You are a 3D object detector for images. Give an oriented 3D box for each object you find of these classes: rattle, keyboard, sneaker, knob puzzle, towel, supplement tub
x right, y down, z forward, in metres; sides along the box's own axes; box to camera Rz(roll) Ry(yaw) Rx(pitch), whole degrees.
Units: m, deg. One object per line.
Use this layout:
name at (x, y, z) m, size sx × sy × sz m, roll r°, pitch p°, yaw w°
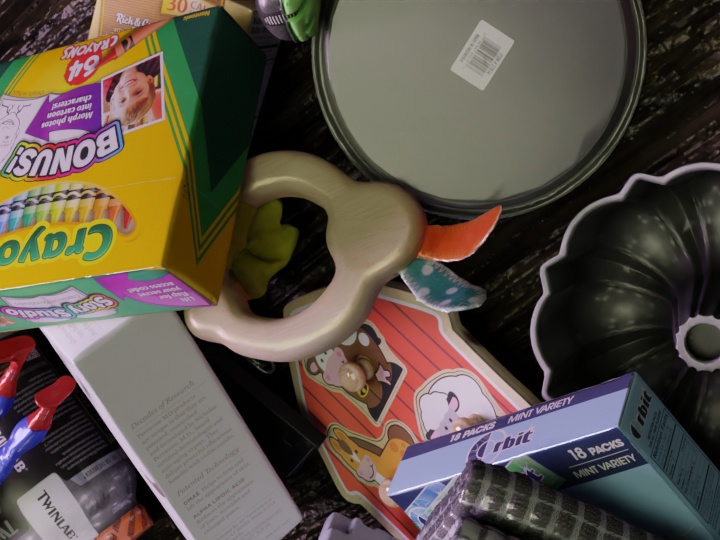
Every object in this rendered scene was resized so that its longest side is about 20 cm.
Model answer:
rattle at (0.000, 0.000, 0.796) m, size 0.199 × 0.143 × 0.131 m, roll -8°, pitch 61°, yaw 14°
keyboard at (-0.105, 0.057, 0.885) m, size 0.200 × 0.021 × 0.127 m, roll 38°, pitch 147°, yaw 0°
sneaker at (-0.079, -0.189, 0.773) m, size 0.200 × 0.084 × 0.077 m, roll -123°, pitch 19°, yaw -47°
knob puzzle at (0.014, 0.091, 0.838) m, size 0.219 × 0.030 × 0.220 m, roll 23°, pitch 126°, yaw 36°
towel at (0.096, 0.193, 0.713) m, size 0.165 × 0.086 × 0.200 m, roll 23°, pitch 142°, yaw -3°
supplement tub at (-0.248, 0.134, 0.949) m, size 0.122 × 0.122 × 0.200 m, roll -41°, pitch 84°, yaw 26°

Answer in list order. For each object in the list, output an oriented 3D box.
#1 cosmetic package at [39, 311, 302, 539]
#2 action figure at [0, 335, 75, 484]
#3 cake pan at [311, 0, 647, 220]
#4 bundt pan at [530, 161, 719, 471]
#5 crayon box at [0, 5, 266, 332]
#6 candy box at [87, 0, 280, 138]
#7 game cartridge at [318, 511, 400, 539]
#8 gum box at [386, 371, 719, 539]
cosmetic package at (-0.124, 0.094, 0.839) m, size 0.102 × 0.074 × 0.200 m, roll 31°, pitch 154°, yaw 57°
action figure at (-0.264, 0.137, 0.831) m, size 0.065 × 0.099 × 0.200 m, roll 43°, pitch 125°, yaw 12°
cake pan at (0.068, -0.127, 0.760) m, size 0.199 × 0.037 × 0.201 m, roll 1°, pitch 101°, yaw 6°
bundt pan at (0.203, 0.033, 0.747) m, size 0.201 × 0.076 × 0.203 m, roll 5°, pitch 104°, yaw 23°
crayon box at (-0.165, -0.056, 0.785) m, size 0.199 × 0.058 × 0.173 m, roll -8°, pitch 58°, yaw 29°
candy box at (-0.133, -0.102, 0.878) m, size 0.115 × 0.055 × 0.201 m, roll 25°, pitch 112°, yaw 17°
game cartridge at (0.046, 0.251, 0.809) m, size 0.200 × 0.133 × 0.041 m, roll 30°, pitch 131°, yaw -6°
gum box at (0.142, 0.161, 0.752) m, size 0.170 × 0.045 × 0.200 m, roll -24°, pitch 115°, yaw 41°
